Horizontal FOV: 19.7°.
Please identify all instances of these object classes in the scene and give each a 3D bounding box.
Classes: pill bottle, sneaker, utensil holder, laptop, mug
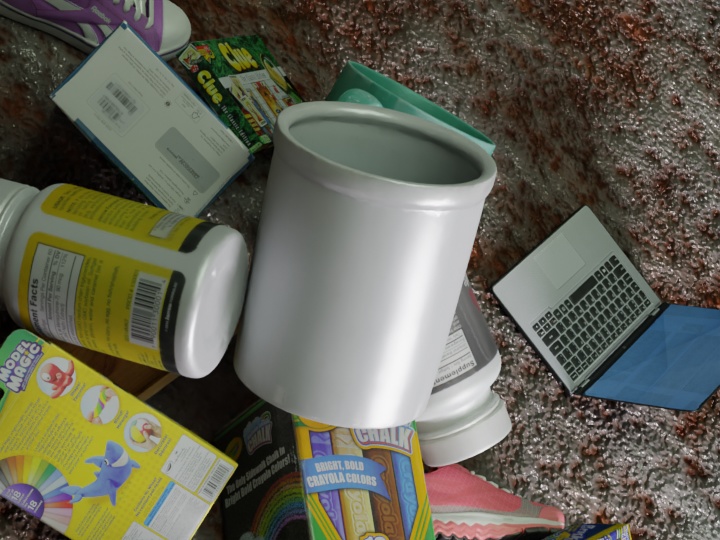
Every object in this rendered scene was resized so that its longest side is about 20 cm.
[{"bbox_3d":[0.051,0.056,1.715,0.111,0.110,0.201,-34,105,-44],"label":"pill bottle"},{"bbox_3d":[0.096,0.198,1.757,0.199,0.074,0.087,7,57,-37],"label":"sneaker"},{"bbox_3d":[-0.001,-0.004,1.562,0.168,0.202,0.170,11,20,-4],"label":"utensil holder"},{"bbox_3d":[-0.213,-0.240,1.746,0.199,0.114,0.073,13,56,-34],"label":"sneaker"},{"bbox_3d":[0.260,0.032,1.953,0.200,0.116,0.187,52,45,0],"label":"laptop"},{"bbox_3d":[0.015,-0.103,1.818,0.184,0.115,0.152,23,11,-32],"label":"mug"},{"bbox_3d":[-0.193,0.001,1.531,0.198,0.115,0.115,15,46,14],"label":"pill bottle"}]

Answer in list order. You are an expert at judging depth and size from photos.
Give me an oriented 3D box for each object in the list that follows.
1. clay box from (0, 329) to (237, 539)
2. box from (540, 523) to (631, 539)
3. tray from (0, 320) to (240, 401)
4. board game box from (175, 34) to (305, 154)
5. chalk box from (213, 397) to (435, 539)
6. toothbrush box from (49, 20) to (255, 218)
[{"bbox_3d":[-0.205,0.137,1.537,0.199,0.048,0.115,35,85,-16],"label":"clay box"},{"bbox_3d":[0.201,0.317,1.729,0.070,0.064,0.202,-18,98,-42],"label":"box"},{"bbox_3d":[-0.188,0.054,1.639,0.200,0.037,0.099,-37,96,-44],"label":"tray"},{"bbox_3d":[-0.094,-0.154,1.786,0.105,0.023,0.200,52,15,1],"label":"board game box"},{"bbox_3d":[-0.031,0.165,1.640,0.123,0.125,0.202,9,60,-34],"label":"chalk box"},{"bbox_3d":[-0.166,-0.114,1.647,0.085,0.200,0.146,-44,98,-1],"label":"toothbrush box"}]
